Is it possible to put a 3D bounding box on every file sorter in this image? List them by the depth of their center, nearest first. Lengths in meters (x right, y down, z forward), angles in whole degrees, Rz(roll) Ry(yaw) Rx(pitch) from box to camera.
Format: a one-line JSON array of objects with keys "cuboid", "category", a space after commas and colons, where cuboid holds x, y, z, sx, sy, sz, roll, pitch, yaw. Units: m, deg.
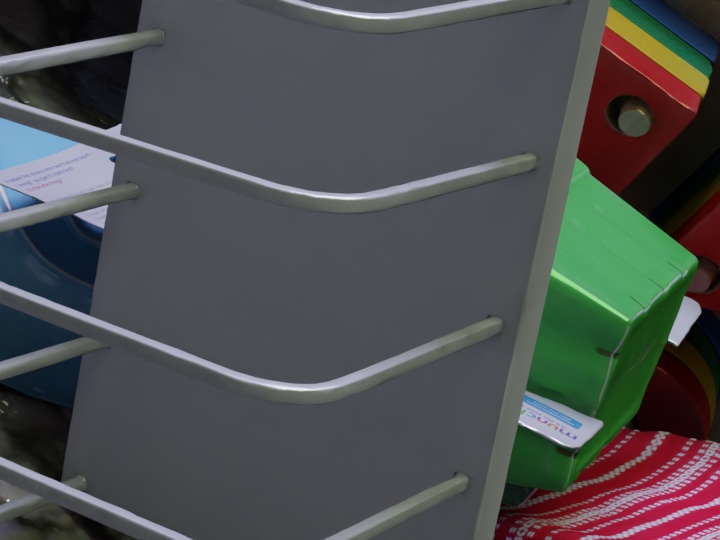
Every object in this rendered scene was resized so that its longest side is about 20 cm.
[{"cuboid": [-0.039, 0.003, 0.751, 0.138, 0.201, 0.124, 20, 18, 27], "category": "file sorter"}]

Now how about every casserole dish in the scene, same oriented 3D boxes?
[{"cuboid": [-0.073, 0.000, 0.949, 0.200, 0.039, 0.121, 18, 33, -42], "category": "casserole dish"}]

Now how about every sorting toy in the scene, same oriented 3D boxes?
[{"cuboid": [0.094, -0.016, 1.034, 0.198, 0.200, 0.070, 35, 40, -10], "category": "sorting toy"}]

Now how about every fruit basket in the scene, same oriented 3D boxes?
[{"cuboid": [0.000, 0.000, 0.916, 0.199, 0.094, 0.185, 18, 16, 13], "category": "fruit basket"}]

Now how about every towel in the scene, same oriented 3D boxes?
[{"cuboid": [0.096, 0.075, 0.931, 0.199, 0.023, 0.144, 9, 12, 36], "category": "towel"}]
